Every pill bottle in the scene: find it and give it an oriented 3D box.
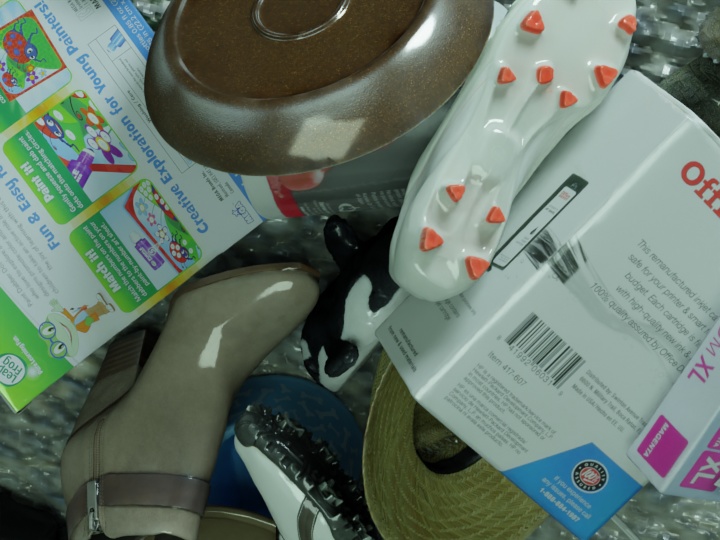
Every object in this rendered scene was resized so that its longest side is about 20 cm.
[{"bbox_3d":[0.034,-0.092,1.069,0.199,0.111,0.111,-6,107,12],"label":"pill bottle"}]

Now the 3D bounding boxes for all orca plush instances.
[{"bbox_3d":[0.000,0.000,1.097,0.071,0.200,0.105,43,67,4],"label":"orca plush"}]

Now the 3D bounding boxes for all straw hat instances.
[{"bbox_3d":[0.053,0.069,1.127,0.085,0.200,0.202,25,118,46],"label":"straw hat"}]

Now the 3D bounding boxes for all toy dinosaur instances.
[{"bbox_3d":[0.199,-0.080,1.076,0.102,0.077,0.200,43,116,7],"label":"toy dinosaur"}]

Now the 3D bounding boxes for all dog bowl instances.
[{"bbox_3d":[-0.046,0.167,1.202,0.111,0.050,0.201,-8,106,12],"label":"dog bowl"}]

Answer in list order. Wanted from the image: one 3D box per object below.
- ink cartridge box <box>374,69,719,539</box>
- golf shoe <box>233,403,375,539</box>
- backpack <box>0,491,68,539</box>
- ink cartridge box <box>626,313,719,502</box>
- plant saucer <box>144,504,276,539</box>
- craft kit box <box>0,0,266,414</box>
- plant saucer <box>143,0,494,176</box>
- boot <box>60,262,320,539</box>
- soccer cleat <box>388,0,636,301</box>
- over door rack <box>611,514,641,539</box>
[{"bbox_3d":[0.131,0.019,1.007,0.200,0.084,0.146,-45,117,6],"label":"ink cartridge box"},{"bbox_3d":[-0.026,0.170,1.098,0.094,0.078,0.200,-33,108,11],"label":"golf shoe"},{"bbox_3d":[-0.280,0.249,1.226,0.126,0.167,0.201,29,115,20],"label":"backpack"},{"bbox_3d":[0.246,0.073,1.012,0.199,0.042,0.120,11,118,-40],"label":"ink cartridge box"},{"bbox_3d":[-0.085,0.234,1.190,0.199,0.029,0.201,3,108,9],"label":"plant saucer"},{"bbox_3d":[-0.182,-0.055,1.106,0.197,0.048,0.200,-38,98,-15],"label":"craft kit box"},{"bbox_3d":[-0.028,-0.134,1.026,0.199,0.201,0.032,-11,138,13],"label":"plant saucer"},{"bbox_3d":[-0.101,0.091,1.124,0.070,0.147,0.200,28,141,-35],"label":"boot"},{"bbox_3d":[0.072,-0.074,0.980,0.069,0.078,0.201,35,78,-14],"label":"soccer cleat"},{"bbox_3d":[0.214,0.117,1.130,0.148,0.067,0.200,-37,112,12],"label":"over door rack"}]
